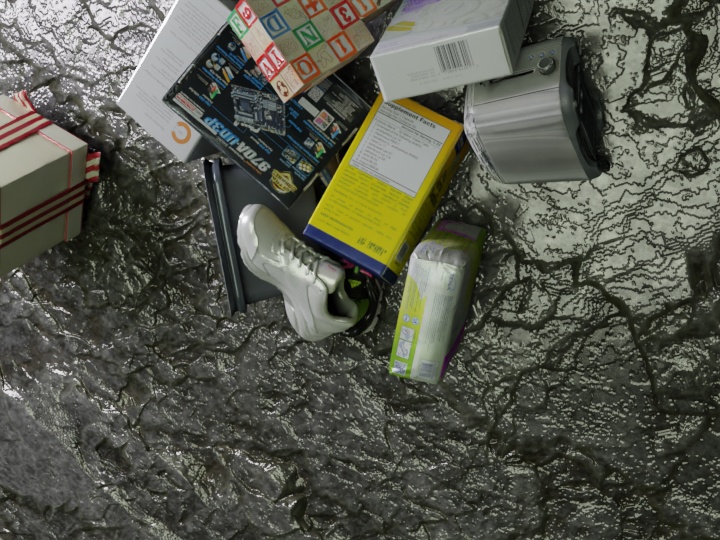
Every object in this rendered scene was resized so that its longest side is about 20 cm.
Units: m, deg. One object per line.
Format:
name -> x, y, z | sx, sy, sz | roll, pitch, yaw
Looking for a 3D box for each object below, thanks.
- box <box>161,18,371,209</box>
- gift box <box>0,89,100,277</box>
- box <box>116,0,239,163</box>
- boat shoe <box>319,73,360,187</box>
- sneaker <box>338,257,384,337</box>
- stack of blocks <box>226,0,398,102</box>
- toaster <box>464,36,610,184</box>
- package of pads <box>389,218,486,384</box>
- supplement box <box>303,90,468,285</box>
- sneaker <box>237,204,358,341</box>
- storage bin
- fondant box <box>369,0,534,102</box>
box -> -0.110, -0.197, 1.139 | 0.200, 0.046, 0.159 | 40, 93, -13
gift box -> -0.482, -0.130, 1.326 | 0.184, 0.187, 0.200 | 33, 129, 11
box -> -0.201, -0.259, 1.235 | 0.124, 0.097, 0.200 | 41, 114, 6
boat shoe -> -0.035, -0.187, 1.206 | 0.072, 0.072, 0.200 | -19, 101, 16
sneaker -> 0.000, 0.000, 1.231 | 0.074, 0.087, 0.200 | 12, 110, 9
stack of blocks -> -0.038, -0.294, 1.100 | 0.115, 0.200, 0.059 | 54, 152, -6
toaster -> 0.198, -0.169, 1.078 | 0.129, 0.200, 0.114 | -4, 64, 26
package of pads -> 0.097, 0.028, 1.143 | 0.068, 0.200, 0.155 | 14, 109, 11
supplement box -> 0.034, -0.098, 1.145 | 0.109, 0.110, 0.200 | 29, 89, 11
sneaker -> -0.066, -0.005, 1.153 | 0.099, 0.078, 0.200 | -14, 123, 41
storage bin -> -0.121, -0.055, 1.252 | 0.134, 0.146, 0.200 | -9, 102, -5
fondant box -> 0.106, -0.267, 1.056 | 0.144, 0.200, 0.058 | -8, 122, 23
